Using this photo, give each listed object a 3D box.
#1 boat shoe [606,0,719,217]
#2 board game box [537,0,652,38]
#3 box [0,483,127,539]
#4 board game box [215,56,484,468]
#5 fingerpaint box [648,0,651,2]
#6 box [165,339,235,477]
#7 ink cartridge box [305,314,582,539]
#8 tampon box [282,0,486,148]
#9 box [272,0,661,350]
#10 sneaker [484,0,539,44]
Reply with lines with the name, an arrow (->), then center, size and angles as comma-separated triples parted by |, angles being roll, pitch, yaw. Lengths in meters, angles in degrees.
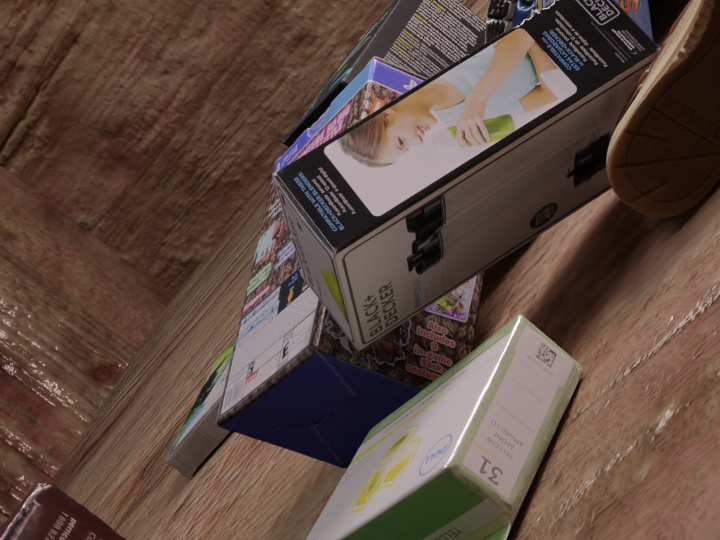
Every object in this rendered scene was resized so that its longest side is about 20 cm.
boat shoe -> 0.186, -0.118, 0.739 | 0.200, 0.072, 0.072 | -57, 8, 15
board game box -> 0.156, -0.238, 1.074 | 0.135, 0.034, 0.200 | 173, 89, -79
box -> -0.187, 0.262, 0.838 | 0.200, 0.164, 0.166 | -47, 10, 35
board game box -> 0.000, 0.000, 0.951 | 0.159, 0.097, 0.200 | -39, 35, 56
fingerpaint box -> 0.247, -0.287, 1.089 | 0.167, 0.073, 0.200 | -53, 8, -8
box -> -0.129, 0.112, 1.603 | 0.144, 0.036, 0.200 | -48, 8, 27
ink cartridge box -> 0.017, 0.128, 0.701 | 0.146, 0.048, 0.200 | -42, 10, 48
tampon box -> 0.038, -0.196, 1.669 | 0.150, 0.126, 0.200 | -40, 14, 54
box -> 0.059, -0.053, 0.802 | 0.200, 0.060, 0.117 | -31, -26, -11
sneaker -> 0.125, -0.146, 1.208 | 0.089, 0.079, 0.200 | 3, -62, -55
